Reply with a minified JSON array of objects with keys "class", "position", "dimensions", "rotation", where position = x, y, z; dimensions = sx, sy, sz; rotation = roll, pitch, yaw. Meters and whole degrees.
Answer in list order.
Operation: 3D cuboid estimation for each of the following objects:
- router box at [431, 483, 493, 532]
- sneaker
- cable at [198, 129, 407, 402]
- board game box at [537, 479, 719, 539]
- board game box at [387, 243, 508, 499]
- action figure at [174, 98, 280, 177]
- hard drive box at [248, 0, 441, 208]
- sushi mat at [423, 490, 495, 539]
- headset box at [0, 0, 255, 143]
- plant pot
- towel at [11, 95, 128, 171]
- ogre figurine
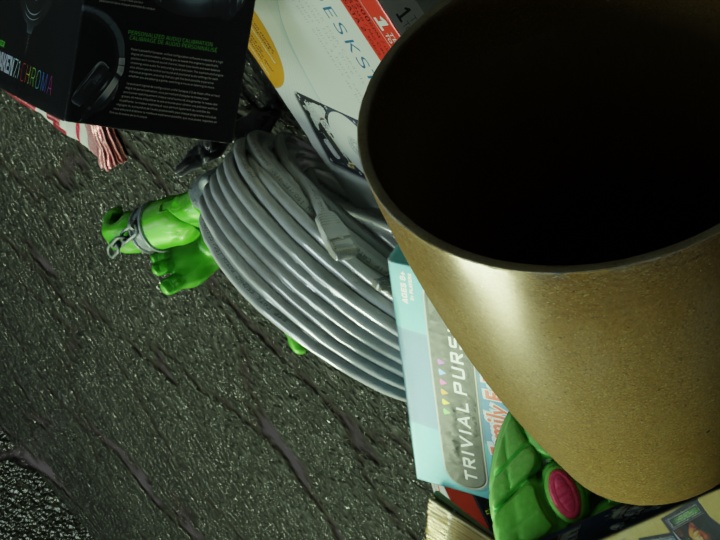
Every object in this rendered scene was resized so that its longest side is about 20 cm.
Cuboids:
[{"class":"router box","position":[0.096,0.204,1.397],"dimensions":[0.180,0.049,0.201],"rotation":[-115,7,-69]},{"class":"sneaker","position":[0.112,0.146,1.133],"dimensions":[0.084,0.076,0.201],"rotation":[-84,-24,-77]},{"class":"cable","position":[0.000,0.000,1.329],"dimensions":[0.199,0.069,0.200],"rotation":[27,-165,-42]},{"class":"board game box","position":[0.162,0.160,1.051],"dimensions":[0.136,0.199,0.035],"rotation":[60,-156,-9]},{"class":"board game box","position":[0.117,0.060,1.150],"dimensions":[0.199,0.047,0.152],"rotation":[13,134,24]},{"class":"action figure","position":[-0.133,-0.141,1.476],"dimensions":[0.119,0.102,0.201],"rotation":[27,154,56]},{"class":"hard drive box","position":[0.021,-0.114,1.175],"dimensions":[0.156,0.077,0.200],"rotation":[55,162,-14]},{"class":"sushi mat","position":[0.114,0.192,1.239],"dimensions":[0.199,0.012,0.096],"rotation":[33,152,12]},{"class":"headset box","position":[-0.118,-0.181,1.200],"dimensions":[0.174,0.092,0.202],"rotation":[-151,69,-64]},{"class":"plant pot","position":[0.112,0.000,0.971],"dimensions":[0.186,0.186,0.201],"rotation":[36,156,41]},{"class":"towel","position":[-0.270,-0.173,1.896],"dimensions":[0.200,0.023,0.145],"rotation":[36,156,43]},{"class":"ogre figurine","position":[-0.055,-0.016,1.484],"dimensions":[0.199,0.098,0.120],"rotation":[34,150,-6]}]
